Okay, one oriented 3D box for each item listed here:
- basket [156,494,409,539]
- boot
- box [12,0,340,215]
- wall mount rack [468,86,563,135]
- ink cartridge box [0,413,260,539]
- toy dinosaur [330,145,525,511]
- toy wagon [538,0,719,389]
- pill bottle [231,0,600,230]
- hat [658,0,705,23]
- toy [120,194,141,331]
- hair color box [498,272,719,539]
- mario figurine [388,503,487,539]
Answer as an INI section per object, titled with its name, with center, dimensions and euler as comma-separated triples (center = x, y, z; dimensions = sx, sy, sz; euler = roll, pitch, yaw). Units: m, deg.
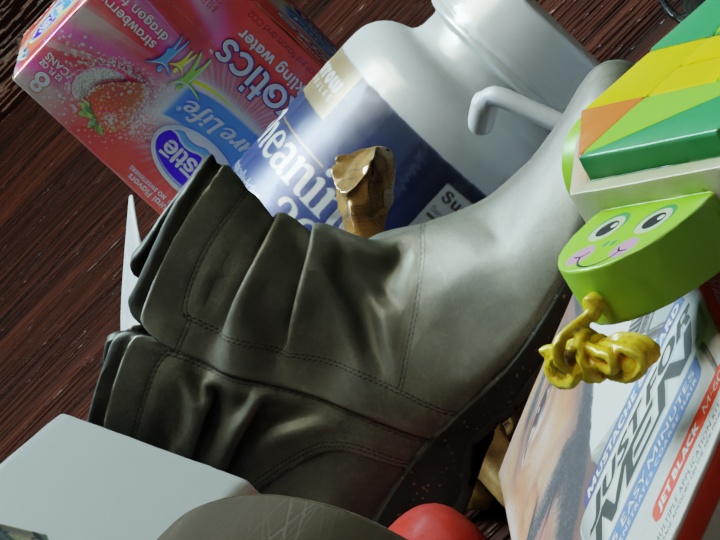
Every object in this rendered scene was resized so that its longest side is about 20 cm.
[basket]
center = -0.042, 0.163, 0.712
dimensions = 0.136, 0.180, 0.200
euler = -38, 14, 47
[boot]
center = 0.000, 0.000, 0.919
dimensions = 0.201, 0.130, 0.068
euler = -59, 1, 17
[box]
center = -0.050, -0.064, 1.332
dimensions = 0.103, 0.200, 0.095
euler = -46, 14, 10
[wall mount rack]
center = 0.093, -0.042, 1.120
dimensions = 0.200, 0.074, 0.174
euler = -55, -23, -31
[ink cartridge box]
center = -0.110, 0.162, 0.889
dimensions = 0.082, 0.147, 0.200
euler = 17, 41, 32
[toy dinosaur]
center = 0.034, 0.049, 1.012
dimensions = 0.060, 0.106, 0.201
euler = -34, 59, 3
[toy wagon]
center = 0.112, -0.044, 0.749
dimensions = 0.200, 0.040, 0.155
euler = -40, 16, -28
[pill bottle]
center = 0.011, -0.031, 1.237
dimensions = 0.200, 0.111, 0.111
euler = -47, 13, 8
[hat]
center = 0.160, -0.088, 0.978
dimensions = 0.201, 0.199, 0.082
euler = -97, 7, -73
[toy]
center = -0.068, 0.087, 1.102
dimensions = 0.115, 0.047, 0.201
euler = -108, 23, -55
[hair color box]
center = 0.090, 0.054, 0.786
dimensions = 0.200, 0.064, 0.112
euler = -93, 24, -73
[mario figurine]
center = -0.032, 0.150, 0.878
dimensions = 0.200, 0.106, 0.123
euler = -53, 12, -15
